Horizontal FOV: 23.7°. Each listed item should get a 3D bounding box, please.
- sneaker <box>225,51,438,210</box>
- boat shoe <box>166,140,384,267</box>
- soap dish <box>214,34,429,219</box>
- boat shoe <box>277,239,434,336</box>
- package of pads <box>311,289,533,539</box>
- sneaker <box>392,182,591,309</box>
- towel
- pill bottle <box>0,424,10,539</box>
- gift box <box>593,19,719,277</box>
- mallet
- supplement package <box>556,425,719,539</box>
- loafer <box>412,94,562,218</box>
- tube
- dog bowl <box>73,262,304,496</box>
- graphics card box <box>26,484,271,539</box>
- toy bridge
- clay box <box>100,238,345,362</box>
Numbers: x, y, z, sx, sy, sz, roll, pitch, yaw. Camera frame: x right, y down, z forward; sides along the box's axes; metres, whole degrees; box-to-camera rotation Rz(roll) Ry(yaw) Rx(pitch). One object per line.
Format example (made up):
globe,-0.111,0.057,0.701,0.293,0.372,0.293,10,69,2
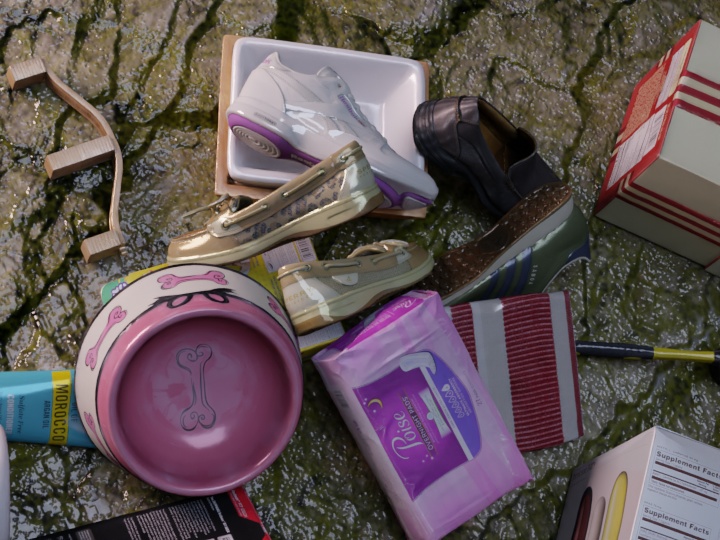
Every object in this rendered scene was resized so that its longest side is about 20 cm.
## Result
sneaker,-0.014,-0.125,1.512,0.199,0.075,0.100,28,68,-4
boat shoe,-0.079,-0.052,1.473,0.199,0.073,0.063,-19,99,11
soap dish,-0.037,-0.127,1.592,0.199,0.081,0.158,6,71,-14
boat shoe,-0.002,0.001,1.525,0.200,0.073,0.063,-26,92,-51
package of pads,0.053,0.129,1.493,0.120,0.076,0.201,-32,102,-17
sneaker,0.132,0.010,1.599,0.200,0.067,0.090,-36,121,-4
towel,0.105,0.100,1.562,0.199,0.023,0.145,-8,96,-19
pill bottle,-0.384,0.181,1.375,0.199,0.113,0.114,-1,72,-16
gift box,0.356,-0.105,1.635,0.186,0.200,0.185,24,72,-8
mallet,0.284,0.083,1.640,0.198,0.066,0.041,2,69,1
supplement package,0.258,0.268,1.481,0.146,0.191,0.201,21,67,-8
loafer,0.136,-0.101,1.599,0.199,0.072,0.073,27,59,-40
tube,-0.300,0.115,1.456,0.199,0.050,0.078,2,112,-16
dog bowl,-0.137,0.099,1.440,0.199,0.074,0.202,-5,107,-16
graphics card box,-0.169,0.254,1.411,0.199,0.051,0.126,-12,39,-20
toy bridge,-0.252,-0.103,1.553,0.067,0.027,0.201,-21,79,-22
clay box,-0.125,0.042,1.529,0.199,0.048,0.116,-16,76,-19
